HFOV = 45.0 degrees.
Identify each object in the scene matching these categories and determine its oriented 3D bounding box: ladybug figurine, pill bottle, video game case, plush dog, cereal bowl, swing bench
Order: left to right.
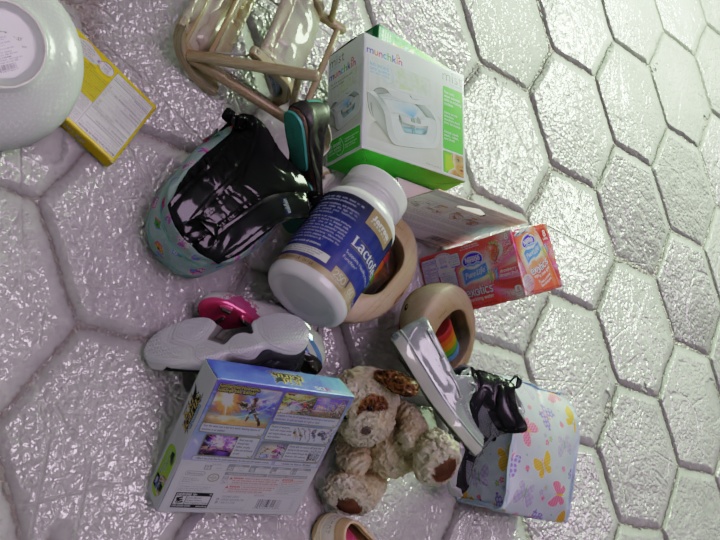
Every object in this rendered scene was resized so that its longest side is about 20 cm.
[{"bbox_3d":[-0.389,-0.233,0.926,0.197,0.083,0.204,3,85,-34],"label":"cereal bowl"},{"bbox_3d":[-0.127,0.202,1.028,0.198,0.045,0.183,14,110,-39],"label":"video game case"},{"bbox_3d":[-0.127,-0.329,1.170,0.197,0.130,0.201,21,63,-3],"label":"swing bench"},{"bbox_3d":[-0.024,-0.036,1.129,0.116,0.115,0.201,47,58,-22],"label":"pill bottle"},{"bbox_3d":[0.000,0.000,1.235,0.136,0.072,0.200,45,58,-2],"label":"ladybug figurine"},{"bbox_3d":[0.021,0.204,1.169,0.173,0.197,0.161,61,14,-23],"label":"plush dog"},{"bbox_3d":[0.108,0.094,1.275,0.136,0.071,0.202,-46,141,-24],"label":"ladybug figurine"}]

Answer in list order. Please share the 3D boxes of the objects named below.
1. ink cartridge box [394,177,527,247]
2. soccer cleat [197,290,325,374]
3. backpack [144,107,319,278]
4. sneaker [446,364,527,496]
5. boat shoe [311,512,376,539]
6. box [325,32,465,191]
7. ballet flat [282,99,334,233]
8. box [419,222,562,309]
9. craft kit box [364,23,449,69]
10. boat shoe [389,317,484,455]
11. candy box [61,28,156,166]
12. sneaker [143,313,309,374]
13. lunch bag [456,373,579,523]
[{"bbox_3d":[0.123,-0.093,1.310,0.198,0.175,0.046,15,69,-38],"label":"ink cartridge box"},{"bbox_3d":[-0.126,0.069,1.129,0.199,0.069,0.087,35,39,-31],"label":"soccer cleat"},{"bbox_3d":[-0.169,-0.079,1.080,0.167,0.126,0.200,47,53,-8],"label":"backpack"},{"bbox_3d":[0.181,0.238,1.252,0.076,0.112,0.204,-72,166,-73],"label":"sneaker"},{"bbox_3d":[0.013,0.406,1.153,0.201,0.069,0.074,54,50,-17],"label":"boat shoe"},{"bbox_3d":[0.053,-0.222,1.279,0.198,0.096,0.180,14,71,-35],"label":"box"},{"bbox_3d":[-0.065,-0.137,1.158,0.068,0.202,0.068,-30,55,-34],"label":"ballet flat"},{"bbox_3d":[0.196,0.002,1.334,0.094,0.199,0.104,-12,85,-40],"label":"box"},{"bbox_3d":[0.078,-0.263,1.406,0.196,0.048,0.204,23,65,-39],"label":"craft kit box"},{"bbox_3d":[0.119,0.153,1.164,0.071,0.070,0.202,-35,99,-5],"label":"boat shoe"},{"bbox_3d":[-0.344,-0.228,1.028,0.200,0.026,0.103,45,57,-24],"label":"candy box"},{"bbox_3d":[-0.157,0.119,1.054,0.076,0.196,0.115,-100,-174,-50],"label":"sneaker"},{"bbox_3d":[0.251,0.278,1.365,0.168,0.126,0.204,19,78,-36],"label":"lunch bag"}]
